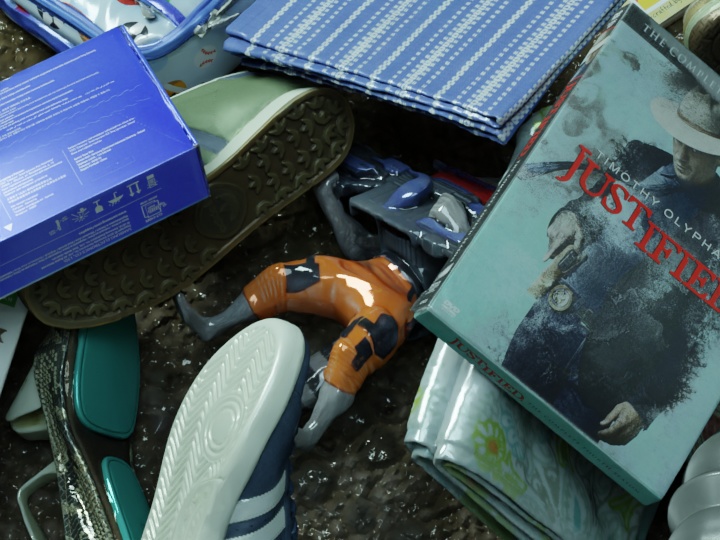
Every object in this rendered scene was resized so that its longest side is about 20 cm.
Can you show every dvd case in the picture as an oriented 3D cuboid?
[{"bbox_3d":[0.132,-0.011,1.090,0.146,0.022,0.200,39,64,-8],"label":"dvd case"}]

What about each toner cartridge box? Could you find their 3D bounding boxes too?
[{"bbox_3d":[-0.183,-0.037,1.126,0.199,0.043,0.095,-26,55,-11],"label":"toner cartridge box"}]

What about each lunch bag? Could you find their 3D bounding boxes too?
[{"bbox_3d":[-0.127,-0.180,1.283,0.200,0.076,0.160,34,68,30],"label":"lunch bag"}]

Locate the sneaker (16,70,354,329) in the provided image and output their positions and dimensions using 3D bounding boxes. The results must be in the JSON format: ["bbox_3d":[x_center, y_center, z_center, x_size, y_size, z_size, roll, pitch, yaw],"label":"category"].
[{"bbox_3d":[-0.104,-0.043,1.207,0.200,0.067,0.090,-33,33,-17],"label":"sneaker"}]

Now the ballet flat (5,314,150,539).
[{"bbox_3d":[-0.146,0.098,1.183,0.075,0.068,0.201,-21,65,21],"label":"ballet flat"}]

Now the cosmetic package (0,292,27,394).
[{"bbox_3d":[-0.239,0.058,1.176,0.107,0.085,0.201,18,65,-12],"label":"cosmetic package"}]

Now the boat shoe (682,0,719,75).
[{"bbox_3d":[0.261,-0.162,1.262,0.199,0.072,0.076,-16,48,-13],"label":"boat shoe"}]

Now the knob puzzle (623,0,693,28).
[{"bbox_3d":[0.174,-0.257,1.348,0.218,0.030,0.221,-1,65,2],"label":"knob puzzle"}]

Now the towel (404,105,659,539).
[{"bbox_3d":[0.108,0.047,1.137,0.048,0.171,0.201,1,59,39],"label":"towel"}]

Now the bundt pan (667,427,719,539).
[{"bbox_3d":[0.194,0.158,1.073,0.075,0.202,0.203,-3,63,25],"label":"bundt pan"}]

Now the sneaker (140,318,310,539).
[{"bbox_3d":[-0.054,0.124,1.113,0.084,0.075,0.201,20,93,-30],"label":"sneaker"}]

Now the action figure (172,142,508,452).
[{"bbox_3d":[0.000,0.000,1.221,0.193,0.105,0.200,-30,38,-18],"label":"action figure"}]

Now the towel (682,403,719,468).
[{"bbox_3d":[0.172,0.004,1.161,0.022,0.146,0.201,-14,70,35],"label":"towel"}]

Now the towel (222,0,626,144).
[{"bbox_3d":[0.039,-0.136,1.184,0.199,0.024,0.145,21,58,39],"label":"towel"}]
